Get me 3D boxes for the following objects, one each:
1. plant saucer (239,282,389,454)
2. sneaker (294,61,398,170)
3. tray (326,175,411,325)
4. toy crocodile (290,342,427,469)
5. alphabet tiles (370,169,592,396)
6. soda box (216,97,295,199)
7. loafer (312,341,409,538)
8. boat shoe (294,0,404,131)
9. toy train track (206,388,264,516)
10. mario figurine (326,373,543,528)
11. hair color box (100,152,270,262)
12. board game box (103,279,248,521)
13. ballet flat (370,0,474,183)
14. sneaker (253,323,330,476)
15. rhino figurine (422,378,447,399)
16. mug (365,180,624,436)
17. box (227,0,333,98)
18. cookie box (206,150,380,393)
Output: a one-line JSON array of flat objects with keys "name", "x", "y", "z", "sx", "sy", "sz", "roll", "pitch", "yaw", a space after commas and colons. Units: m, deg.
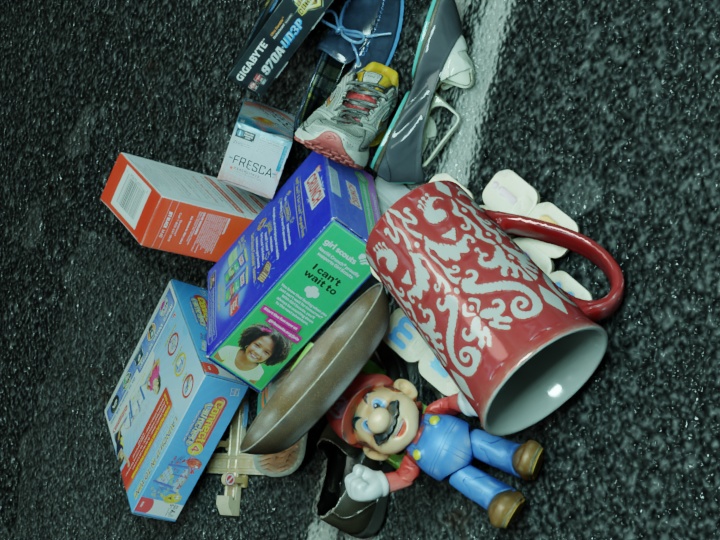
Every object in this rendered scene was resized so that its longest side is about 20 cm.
[{"name": "plant saucer", "x": -0.035, "y": 0.096, "z": 1.487, "sx": 0.200, "sy": 0.032, "sz": 0.200, "roll": -49, "pitch": 5, "yaw": 6}, {"name": "sneaker", "x": -0.010, "y": -0.161, "z": 1.630, "sx": 0.200, "sy": 0.078, "sz": 0.082, "roll": -62, "pitch": -5, "yaw": -67}, {"name": "tray", "x": 0.000, "y": 0.000, "z": 1.687, "sx": 0.107, "sy": 0.022, "sz": 0.201, "roll": 45, "pitch": 116, "yaw": 56}, {"name": "toy crocodile", "x": 0.019, "y": 0.135, "z": 1.568, "sx": 0.200, "sy": 0.062, "sz": 0.068, "roll": 36, "pitch": 82, "yaw": 18}, {"name": "alphabet tiles", "x": 0.110, "y": 0.012, "z": 1.502, "sx": 0.195, "sy": 0.015, "sz": 0.200, "roll": 40, "pitch": 102, "yaw": 21}, {"name": "soda box", "x": -0.110, "y": -0.134, "z": 1.759, "sx": 0.200, "sy": 0.063, "sz": 0.069, "roll": -98, "pitch": 28, "yaw": -76}, {"name": "loafer", "x": -0.002, "y": 0.165, "z": 1.623, "sx": 0.073, "sy": 0.071, "sz": 0.201, "roll": -2, "pitch": 79, "yaw": 51}, {"name": "boat shoe", "x": -0.012, "y": -0.226, "z": 1.731, "sx": 0.084, "sy": 0.068, "sz": 0.201, "roll": 25, "pitch": 101, "yaw": 50}, {"name": "toy train track", "x": -0.147, "y": 0.173, "z": 1.830, "sx": 0.115, "sy": 0.032, "sz": 0.201, "roll": -8, "pitch": 75, "yaw": 50}, {"name": "mario figurine", "x": 0.057, "y": 0.155, "z": 1.462, "sx": 0.199, "sy": 0.124, "sz": 0.106, "roll": 23, "pitch": 141, "yaw": 15}, {"name": "hair color box", "x": -0.169, "y": -0.059, "z": 1.779, "sx": 0.111, "sy": 0.200, "sz": 0.064, "roll": 43, "pitch": 113, "yaw": 46}, {"name": "board game box", "x": -0.216, "y": 0.147, "z": 1.872, "sx": 0.200, "sy": 0.056, "sz": 0.196, "roll": -60, "pitch": 31, "yaw": 22}, {"name": "ballet flat", "x": 0.074, "y": -0.177, "z": 1.623, "sx": 0.073, "sy": 0.073, "sz": 0.201, "roll": 31, "pitch": 104, "yaw": 49}, {"name": "sneaker", "x": -0.071, "y": 0.120, "z": 1.702, "sx": 0.080, "sy": 0.071, "sz": 0.200, "roll": -99, "pitch": 26, "yaw": -50}, {"name": "rhino figurine", "x": 0.091, "y": 0.034, "z": 1.549, "sx": 0.087, "sy": 0.060, "sz": 0.201, "roll": 0, "pitch": 83, "yaw": 32}, {"name": "mug", "x": 0.118, "y": 0.023, "z": 1.435, "sx": 0.200, "sy": 0.177, "sz": 0.134, "roll": 50, "pitch": 135, "yaw": 28}, {"name": "box", "x": -0.063, "y": -0.294, "z": 1.751, "sx": 0.159, "sy": 0.046, "sz": 0.200, "roll": -49, "pitch": 14, "yaw": 33}, {"name": "cookie box", "x": -0.068, "y": -0.006, "z": 1.642, "sx": 0.200, "sy": 0.075, "sz": 0.171, "roll": -48, "pitch": 23, "yaw": 21}]
